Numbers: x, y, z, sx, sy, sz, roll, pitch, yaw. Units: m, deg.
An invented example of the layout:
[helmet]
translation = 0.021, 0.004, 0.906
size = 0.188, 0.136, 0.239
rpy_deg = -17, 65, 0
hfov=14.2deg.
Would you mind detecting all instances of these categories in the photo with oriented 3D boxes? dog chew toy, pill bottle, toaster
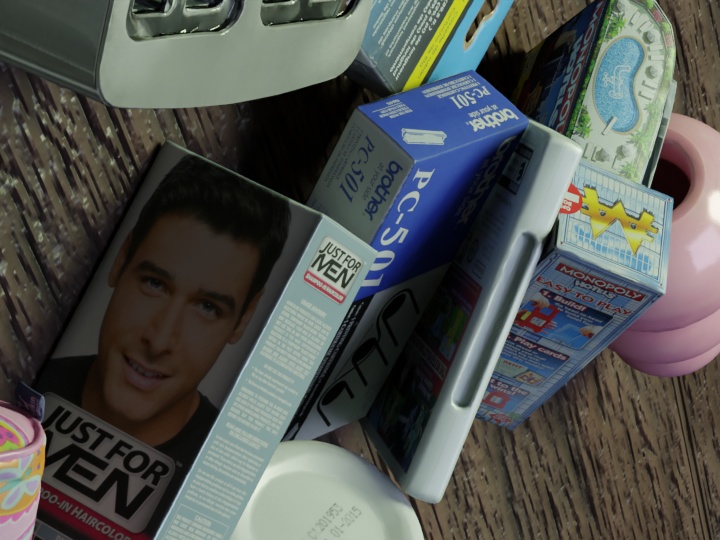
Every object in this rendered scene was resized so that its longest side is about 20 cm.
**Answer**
[dog chew toy]
translation = 0.170, -0.004, 1.649
size = 0.125, 0.124, 0.200
rpy_deg = -53, 156, -18
[pill bottle]
translation = -0.049, 0.178, 1.402
size = 0.109, 0.109, 0.200
rpy_deg = -36, 162, -39
[toaster]
translation = -0.081, -0.159, 1.146
size = 0.180, 0.118, 0.201
rpy_deg = -11, 121, -53

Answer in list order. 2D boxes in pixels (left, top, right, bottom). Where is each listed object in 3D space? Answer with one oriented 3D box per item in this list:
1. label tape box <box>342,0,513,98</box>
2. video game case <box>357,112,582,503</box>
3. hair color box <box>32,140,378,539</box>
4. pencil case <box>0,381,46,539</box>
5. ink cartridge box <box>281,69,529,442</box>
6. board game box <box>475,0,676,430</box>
[label tape box]
translation = 0.019, -0.164, 1.342
size = 0.145, 0.063, 0.200
rpy_deg = -60, 159, -8
[video game case]
translation = 0.049, 0.008, 1.438
size = 0.200, 0.023, 0.183
rpy_deg = -131, -117, -78
[hair color box]
translation = -0.086, 0.054, 1.309
size = 0.201, 0.099, 0.061
rpy_deg = -62, 148, -4
[pencil case]
translation = -0.190, 0.143, 1.233
size = 0.087, 0.087, 0.201
rpy_deg = -14, 122, -52
[ink cartridge box]
translation = 0.000, 0.000, 1.396
size = 0.094, 0.044, 0.200
rpy_deg = -22, 147, -48
[board game box]
translation = 0.108, -0.032, 1.441
size = 0.200, 0.061, 0.201
rpy_deg = 151, -41, -73
